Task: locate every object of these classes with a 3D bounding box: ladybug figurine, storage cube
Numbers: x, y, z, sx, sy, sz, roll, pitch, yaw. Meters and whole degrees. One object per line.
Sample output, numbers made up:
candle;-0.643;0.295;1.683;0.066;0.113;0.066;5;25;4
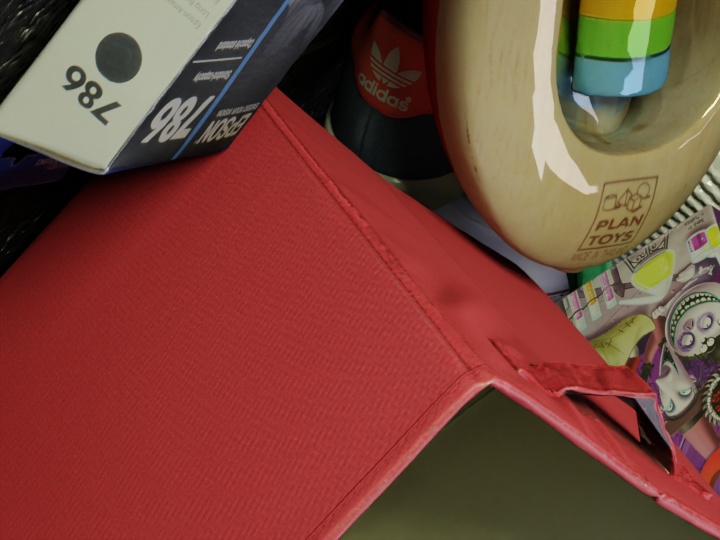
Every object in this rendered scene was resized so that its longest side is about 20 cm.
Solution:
ladybug figurine;0.072;-0.096;0.916;0.136;0.072;0.200;-8;117;-39
storage cube;-0.012;0.073;0.865;0.200;0.180;0.171;-48;134;8

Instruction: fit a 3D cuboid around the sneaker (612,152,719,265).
sneaker;0.131;-0.016;1.080;0.082;0.074;0.200;-59;163;-25

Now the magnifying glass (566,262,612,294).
magnifying glass;0.000;0.000;0.986;0.200;0.080;0.022;-4;154;-29

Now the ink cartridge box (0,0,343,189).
ink cartridge box;-0.029;-0.084;0.771;0.200;0.039;0.099;-49;171;17

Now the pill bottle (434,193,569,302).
pill bottle;0.065;-0.038;1.162;0.112;0.112;0.200;-46;170;-9

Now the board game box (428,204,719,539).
board game box;0.057;0.078;0.948;0.200;0.120;0.032;-34;142;26

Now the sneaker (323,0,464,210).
sneaker;0.063;-0.103;1.017;0.200;0.075;0.085;-48;161;-39
